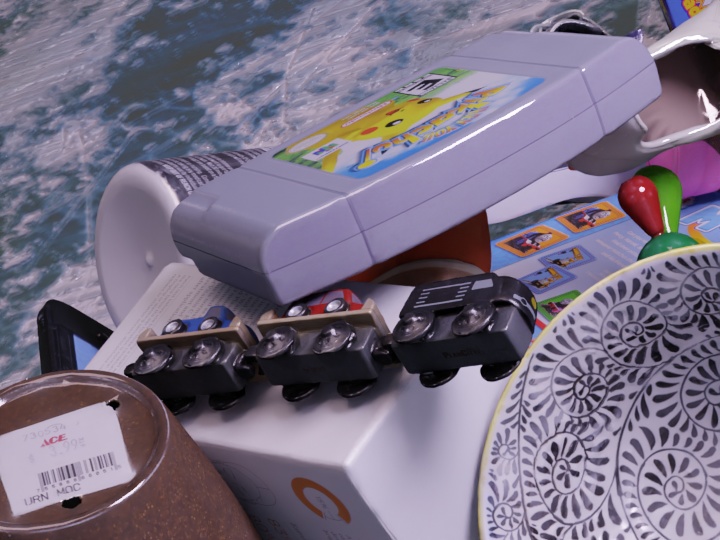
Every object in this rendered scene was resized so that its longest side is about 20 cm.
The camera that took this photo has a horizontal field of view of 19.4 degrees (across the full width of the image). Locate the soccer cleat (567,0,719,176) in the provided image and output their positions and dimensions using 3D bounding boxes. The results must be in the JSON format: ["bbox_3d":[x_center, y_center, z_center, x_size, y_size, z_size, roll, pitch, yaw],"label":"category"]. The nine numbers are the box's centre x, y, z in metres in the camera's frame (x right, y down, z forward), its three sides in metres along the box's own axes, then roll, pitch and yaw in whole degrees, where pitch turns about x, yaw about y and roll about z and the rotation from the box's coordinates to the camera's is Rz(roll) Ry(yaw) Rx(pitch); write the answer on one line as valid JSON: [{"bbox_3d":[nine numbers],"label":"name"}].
[{"bbox_3d":[0.177,-0.099,1.008,0.199,0.070,0.077,-30,8,-27],"label":"soccer cleat"}]

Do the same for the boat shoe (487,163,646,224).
[{"bbox_3d":[0.109,-0.066,1.177,0.199,0.072,0.068,-15,17,-32],"label":"boat shoe"}]

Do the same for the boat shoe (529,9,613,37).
[{"bbox_3d":[0.140,-0.126,1.305,0.070,0.072,0.201,-30,27,-6],"label":"boat shoe"}]

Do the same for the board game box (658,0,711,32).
[{"bbox_3d":[0.228,-0.198,1.212,0.133,0.201,0.045,-23,26,6],"label":"board game box"}]

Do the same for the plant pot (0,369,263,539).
[{"bbox_3d":[-0.103,0.147,0.861,0.185,0.201,0.188,-6,37,4],"label":"plant pot"}]

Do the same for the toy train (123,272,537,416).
[{"bbox_3d":[-0.015,0.027,0.840,0.199,0.034,0.046,-9,37,36],"label":"toy train"}]

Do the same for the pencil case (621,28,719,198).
[{"bbox_3d":[0.243,-0.099,1.118,0.198,0.092,0.094,-11,5,-3],"label":"pencil case"}]

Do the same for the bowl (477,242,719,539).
[{"bbox_3d":[0.154,0.096,0.848,0.199,0.203,0.094,-18,-16,18],"label":"bowl"}]

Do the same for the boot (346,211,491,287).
[{"bbox_3d":[0.000,0.000,1.047,0.200,0.075,0.108,-29,53,50],"label":"boot"}]

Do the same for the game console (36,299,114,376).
[{"bbox_3d":[-0.069,0.064,1.125,0.117,0.175,0.200,-52,23,13],"label":"game console"}]

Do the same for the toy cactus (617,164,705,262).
[{"bbox_3d":[0.175,0.022,0.944,0.165,0.103,0.200,-35,64,-22],"label":"toy cactus"}]

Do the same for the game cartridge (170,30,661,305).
[{"bbox_3d":[0.025,-0.050,0.909,0.199,0.041,0.133,-29,22,-19],"label":"game cartridge"}]

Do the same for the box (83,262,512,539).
[{"bbox_3d":[-0.019,0.078,0.926,0.199,0.125,0.098,6,50,47],"label":"box"}]

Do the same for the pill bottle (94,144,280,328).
[{"bbox_3d":[-0.037,-0.017,1.162,0.199,0.107,0.106,-9,14,-36],"label":"pill bottle"}]

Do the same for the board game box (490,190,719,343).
[{"bbox_3d":[0.125,0.010,1.076,0.198,0.037,0.151,-21,24,-15],"label":"board game box"}]
